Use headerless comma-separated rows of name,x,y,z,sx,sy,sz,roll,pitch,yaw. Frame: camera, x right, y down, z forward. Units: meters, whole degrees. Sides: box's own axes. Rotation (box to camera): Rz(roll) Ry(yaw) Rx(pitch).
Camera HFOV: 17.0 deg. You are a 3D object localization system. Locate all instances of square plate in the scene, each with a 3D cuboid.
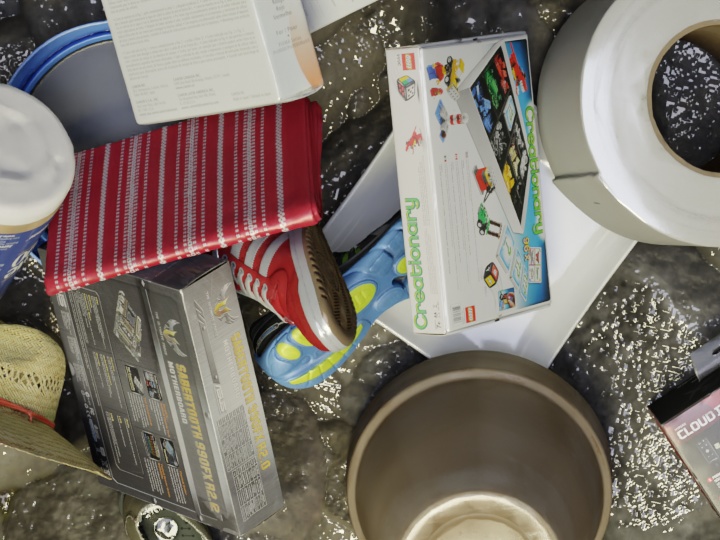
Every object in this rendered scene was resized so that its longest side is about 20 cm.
square plate,0.089,-0.029,1.777,0.198,0.028,0.200,34,96,-7

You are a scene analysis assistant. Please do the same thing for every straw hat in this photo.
straw hat,-0.256,0.079,1.713,0.200,0.201,0.086,20,84,-4

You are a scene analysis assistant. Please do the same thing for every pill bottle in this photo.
pill bottle,-0.282,-0.033,1.682,0.111,0.111,0.200,34,138,-6

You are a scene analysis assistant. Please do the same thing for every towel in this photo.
towel,-0.121,-0.054,1.666,0.199,0.145,0.023,-15,129,9

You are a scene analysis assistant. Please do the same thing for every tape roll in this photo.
tape roll,0.235,-0.117,1.697,0.201,0.139,0.204,0,91,-9

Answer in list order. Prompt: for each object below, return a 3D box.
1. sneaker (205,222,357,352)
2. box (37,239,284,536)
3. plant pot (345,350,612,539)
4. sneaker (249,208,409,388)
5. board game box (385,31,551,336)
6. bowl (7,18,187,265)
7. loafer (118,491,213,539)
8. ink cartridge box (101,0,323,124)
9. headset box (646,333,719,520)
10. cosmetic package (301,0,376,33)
sneaker,-0.077,0.002,1.670,0.112,0.200,0.071,-29,135,6
box,-0.141,0.075,1.700,0.048,0.158,0.201,-33,122,-37
plant pot,0.086,0.179,1.720,0.199,0.174,0.201,1,108,2
sneaker,0.000,0.000,1.727,0.199,0.083,0.071,-39,127,-9
board game box,0.078,-0.063,1.699,0.034,0.126,0.201,0,98,41
bowl,-0.170,-0.084,1.756,0.199,0.039,0.202,0,98,-2
loafer,-0.121,0.243,1.789,0.075,0.070,0.201,-31,98,3
ink cartridge box,-0.116,-0.206,1.646,0.050,0.162,0.201,-20,101,-42
headset box,0.318,0.130,1.783,0.148,0.075,0.200,-34,98,3
cosmetic package,0.004,-0.244,1.695,0.199,0.113,0.081,-24,114,3
